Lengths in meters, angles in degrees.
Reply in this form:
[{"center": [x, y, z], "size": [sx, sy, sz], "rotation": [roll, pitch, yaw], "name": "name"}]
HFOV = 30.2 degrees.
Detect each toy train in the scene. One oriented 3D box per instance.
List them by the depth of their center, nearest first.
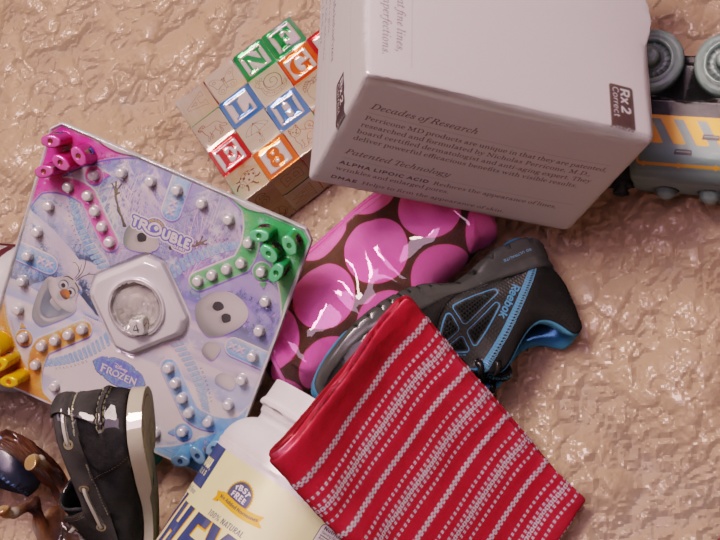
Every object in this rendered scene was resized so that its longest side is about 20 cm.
[{"center": [0.254, -0.101, 0.928], "size": [0.199, 0.085, 0.115], "rotation": [7, 81, 22], "name": "toy train"}]

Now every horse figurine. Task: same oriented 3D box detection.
[{"center": [-0.213, 0.210, 0.938], "size": [0.050, 0.133, 0.201], "rotation": [-15, 63, 7], "name": "horse figurine"}]

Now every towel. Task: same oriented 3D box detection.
[{"center": [0.048, 0.132, 0.843], "size": [0.145, 0.200, 0.022], "rotation": [-49, 17, -25], "name": "towel"}]

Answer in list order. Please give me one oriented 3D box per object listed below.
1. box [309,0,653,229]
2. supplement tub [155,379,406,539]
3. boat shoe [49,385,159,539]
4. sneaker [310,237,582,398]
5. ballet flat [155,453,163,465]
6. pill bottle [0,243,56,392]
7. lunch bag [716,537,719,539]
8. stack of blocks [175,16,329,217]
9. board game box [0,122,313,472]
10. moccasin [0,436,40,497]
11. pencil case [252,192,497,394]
[{"center": [0.078, -0.156, 0.906], "size": [0.199, 0.131, 0.200], "rotation": [10, 61, -15], "name": "box"}, {"center": [-0.058, 0.189, 0.882], "size": [0.144, 0.145, 0.201], "rotation": [28, 80, 26], "name": "supplement tub"}, {"center": [-0.170, 0.158, 0.914], "size": [0.067, 0.201, 0.072], "rotation": [-3, 39, -5], "name": "boat shoe"}, {"center": [0.061, 0.050, 0.913], "size": [0.199, 0.073, 0.082], "rotation": [-27, 71, -15], "name": "sneaker"}, {"center": [-0.134, 0.057, 1.011], "size": [0.067, 0.067, 0.201], "rotation": [29, 82, 48], "name": "ballet flat"}, {"center": [-0.300, 0.034, 1.045], "size": [0.199, 0.114, 0.115], "rotation": [6, 71, 21], "name": "pill bottle"}, {"center": [0.277, 0.216, 0.792], "size": [0.200, 0.082, 0.161], "rotation": [-38, 65, 3], "name": "lunch bag"}, {"center": [-0.032, -0.140, 1.052], "size": [0.200, 0.059, 0.115], "rotation": [-36, 62, 3], "name": "stack of blocks"}, {"center": [-0.157, 0.026, 0.931], "size": [0.199, 0.026, 0.201], "rotation": [23, 108, 7], "name": "board game box"}, {"center": [-0.325, 0.145, 1.037], "size": [0.199, 0.081, 0.068], "rotation": [13, 60, 37], "name": "moccasin"}, {"center": [0.000, 0.000, 0.971], "size": [0.200, 0.091, 0.094], "rotation": [-41, 97, -2], "name": "pencil case"}]
